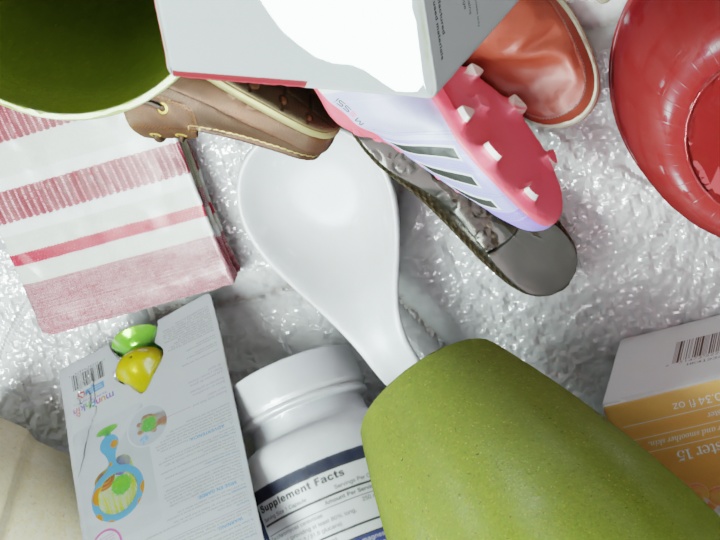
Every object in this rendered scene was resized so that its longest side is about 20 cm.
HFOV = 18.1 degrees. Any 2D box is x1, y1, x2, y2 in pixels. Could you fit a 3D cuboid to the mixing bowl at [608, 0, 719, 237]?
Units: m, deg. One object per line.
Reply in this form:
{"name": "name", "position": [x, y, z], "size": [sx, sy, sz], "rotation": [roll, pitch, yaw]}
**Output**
{"name": "mixing bowl", "position": [0.231, -0.090, 1.245], "size": [0.200, 0.108, 0.201], "rotation": [5, 112, 11]}

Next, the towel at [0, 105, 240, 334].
{"name": "towel", "position": [-0.171, -0.066, 1.400], "size": [0.144, 0.023, 0.200], "rotation": [-14, 107, 21]}

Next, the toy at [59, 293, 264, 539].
{"name": "toy", "position": [-0.114, 0.123, 1.370], "size": [0.115, 0.200, 0.047], "rotation": [-27, 145, 15]}

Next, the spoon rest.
{"name": "spoon rest", "position": [0.000, 0.000, 1.364], "size": [0.099, 0.061, 0.200], "rotation": [-27, 104, 22]}

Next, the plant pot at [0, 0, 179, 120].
{"name": "plant pot", "position": [-0.136, -0.201, 1.234], "size": [0.187, 0.200, 0.188], "rotation": [5, 113, 12]}

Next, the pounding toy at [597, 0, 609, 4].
{"name": "pounding toy", "position": [0.140, -0.274, 1.169], "size": [0.200, 0.142, 0.184], "rotation": [-40, 99, 25]}

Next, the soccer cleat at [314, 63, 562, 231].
{"name": "soccer cleat", "position": [0.030, -0.090, 1.286], "size": [0.200, 0.067, 0.076], "rotation": [42, 129, -9]}

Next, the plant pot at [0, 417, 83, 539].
{"name": "plant pot", "position": [-0.180, 0.201, 1.436], "size": [0.183, 0.201, 0.201], "rotation": [15, 116, -6]}

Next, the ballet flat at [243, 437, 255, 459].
{"name": "ballet flat", "position": [-0.049, 0.147, 1.447], "size": [0.200, 0.069, 0.063], "rotation": [44, 87, -9]}

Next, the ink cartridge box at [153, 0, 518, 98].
{"name": "ink cartridge box", "position": [0.007, -0.169, 1.109], "size": [0.144, 0.200, 0.084], "rotation": [7, 123, 25]}

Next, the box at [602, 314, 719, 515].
{"name": "box", "position": [0.236, 0.133, 1.342], "size": [0.124, 0.098, 0.200], "rotation": [-16, 108, 19]}

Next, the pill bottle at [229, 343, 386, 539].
{"name": "pill bottle", "position": [-0.008, 0.151, 1.364], "size": [0.111, 0.111, 0.200], "rotation": [-27, 75, 22]}

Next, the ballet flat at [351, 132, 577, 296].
{"name": "ballet flat", "position": [0.055, -0.064, 1.336], "size": [0.067, 0.046, 0.200], "rotation": [-43, 95, 5]}

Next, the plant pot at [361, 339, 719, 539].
{"name": "plant pot", "position": [0.092, 0.142, 1.254], "size": [0.187, 0.187, 0.200], "rotation": [-48, 61, 25]}

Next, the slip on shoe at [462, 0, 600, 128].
{"name": "slip on shoe", "position": [0.060, -0.157, 1.284], "size": [0.074, 0.061, 0.200], "rotation": [-36, 102, 22]}

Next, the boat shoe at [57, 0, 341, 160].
{"name": "boat shoe", "position": [-0.106, -0.110, 1.320], "size": [0.200, 0.072, 0.068], "rotation": [24, 117, 6]}
